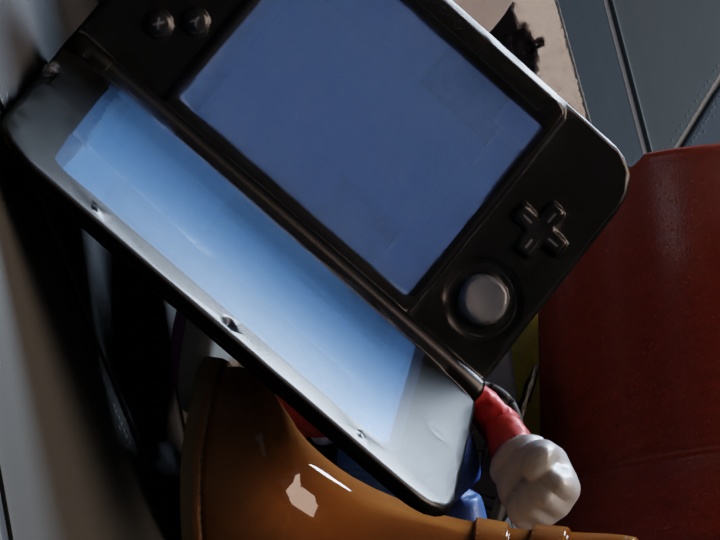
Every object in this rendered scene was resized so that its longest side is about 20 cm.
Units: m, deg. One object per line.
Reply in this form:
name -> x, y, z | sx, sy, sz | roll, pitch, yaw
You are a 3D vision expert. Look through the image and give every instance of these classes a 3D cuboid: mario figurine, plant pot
mario figurine -> 0.010, 0.064, 1.113 | 0.106, 0.123, 0.200 | -5, -87, 64
plant pot -> 0.165, 0.053, 1.315 | 0.201, 0.200, 0.196 | 49, 34, -72

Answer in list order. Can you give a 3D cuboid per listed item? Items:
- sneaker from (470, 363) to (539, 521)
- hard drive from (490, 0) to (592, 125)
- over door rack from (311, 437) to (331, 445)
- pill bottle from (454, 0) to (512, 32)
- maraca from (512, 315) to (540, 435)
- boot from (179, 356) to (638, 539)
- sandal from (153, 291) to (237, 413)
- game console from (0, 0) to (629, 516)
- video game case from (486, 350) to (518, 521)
sneaker -> 0.033, 0.119, 1.225 | 0.104, 0.060, 0.200 | 105, 7, -77
hard drive -> 0.035, -0.095, 1.454 | 0.038, 0.200, 0.140 | -30, 111, -36
over door rack -> 0.000, 0.000, 1.274 | 0.200, 0.067, 0.148 | -26, 120, -84
pill bottle -> -0.022, -0.174, 1.177 | 0.200, 0.110, 0.110 | 50, -8, 34
maraca -> 0.123, 0.058, 1.464 | 0.200, 0.107, 0.137 | 13, 62, -48
boot -> 0.024, 0.108, 1.023 | 0.077, 0.155, 0.200 | -66, 148, -48
sandal -> -0.064, -0.026, 1.091 | 0.083, 0.050, 0.203 | 88, 8, -48
game console -> -0.007, -0.039, 0.983 | 0.200, 0.176, 0.116 | 41, -13, -9
video game case -> 0.039, 0.056, 1.403 | 0.182, 0.022, 0.200 | 115, -27, -58
